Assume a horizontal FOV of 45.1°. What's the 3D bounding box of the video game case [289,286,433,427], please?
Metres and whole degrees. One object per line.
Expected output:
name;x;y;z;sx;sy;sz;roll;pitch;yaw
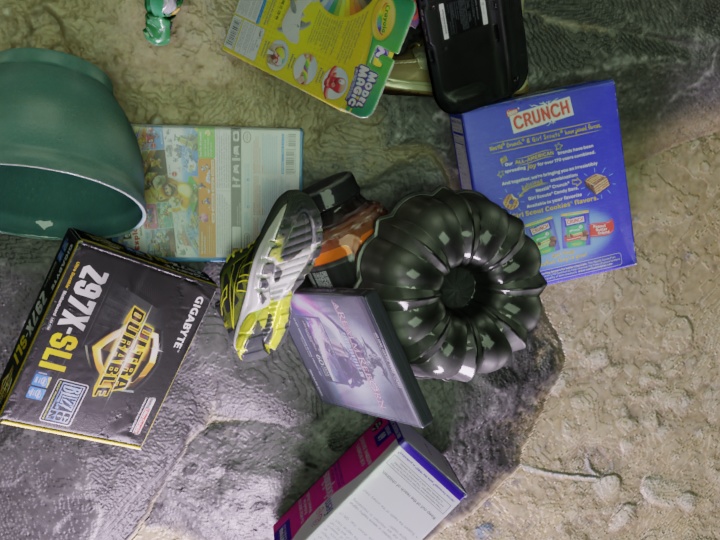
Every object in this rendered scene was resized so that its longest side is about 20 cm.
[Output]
video game case;-0.015;0.083;0.886;0.019;0.200;0.143;-31;105;-27

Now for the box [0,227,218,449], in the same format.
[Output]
box;-0.260;0.074;0.889;0.159;0.049;0.201;23;97;-36

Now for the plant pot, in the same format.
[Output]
plant pot;-0.298;-0.122;0.815;0.199;0.200;0.135;4;74;-9

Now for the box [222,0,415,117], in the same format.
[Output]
box;-0.035;-0.228;0.821;0.048;0.200;0.118;3;115;-52

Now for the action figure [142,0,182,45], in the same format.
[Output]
action figure;-0.172;-0.316;0.838;0.054;0.118;0.201;15;108;-23

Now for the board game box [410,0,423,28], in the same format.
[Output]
board game box;0.065;-0.341;0.849;0.032;0.120;0.201;25;97;-41

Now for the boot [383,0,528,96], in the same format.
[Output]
boot;0.082;-0.258;0.891;0.199;0.072;0.155;-3;103;-15

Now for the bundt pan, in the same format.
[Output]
bundt pan;0.096;0.019;0.852;0.201;0.076;0.203;-2;98;-18

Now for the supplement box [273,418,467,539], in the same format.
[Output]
supplement box;0.006;0.271;0.971;0.103;0.101;0.200;43;92;-14

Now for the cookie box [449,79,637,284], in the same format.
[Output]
cookie box;0.198;-0.091;0.940;0.170;0.075;0.201;-12;104;-5

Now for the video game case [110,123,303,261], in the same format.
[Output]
video game case;-0.161;-0.081;0.919;0.199;0.018;0.144;0;102;-9

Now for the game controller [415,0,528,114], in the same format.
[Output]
game controller;0.104;-0.249;0.824;0.104;0.042;0.201;-19;122;-7

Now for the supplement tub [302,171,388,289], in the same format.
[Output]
supplement tub;0.000;0.000;0.913;0.107;0.107;0.201;-25;104;-3

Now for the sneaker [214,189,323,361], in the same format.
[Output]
sneaker;-0.104;-0.002;0.869;0.074;0.085;0.201;-12;135;-45
